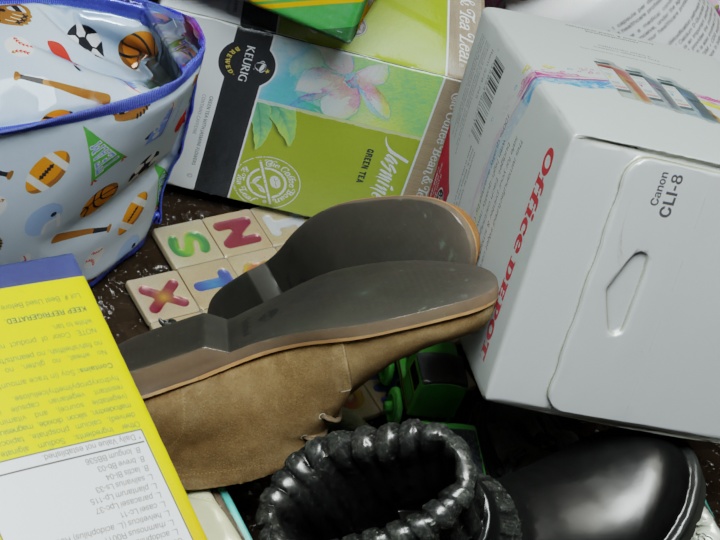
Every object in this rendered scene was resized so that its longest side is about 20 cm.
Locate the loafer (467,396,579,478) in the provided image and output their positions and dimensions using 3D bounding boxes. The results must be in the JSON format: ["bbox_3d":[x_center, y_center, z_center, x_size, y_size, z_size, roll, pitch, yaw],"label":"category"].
[{"bbox_3d":[0.108,0.131,1.009,0.071,0.063,0.201,3,47,-18],"label":"loafer"}]

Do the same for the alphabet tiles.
[{"bbox_3d":[-0.028,0.022,1.108,0.199,0.006,0.167,-13,53,-30],"label":"alphabet tiles"}]

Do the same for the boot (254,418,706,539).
[{"bbox_3d":[0.064,0.111,0.893,0.211,0.158,0.079,-33,47,-9],"label":"boot"}]

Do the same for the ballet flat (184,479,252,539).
[{"bbox_3d":[-0.050,0.188,0.906,0.069,0.070,0.200,-15,52,-31],"label":"ballet flat"}]

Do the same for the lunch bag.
[{"bbox_3d":[-0.189,-0.062,1.017,0.199,0.170,0.124,-12,57,-28],"label":"lunch bag"}]

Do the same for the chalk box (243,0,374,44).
[{"bbox_3d":[-0.065,-0.234,1.046,0.199,0.125,0.124,21,29,1],"label":"chalk box"}]

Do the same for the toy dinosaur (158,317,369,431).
[{"bbox_3d":[-0.071,0.070,0.990,0.199,0.089,0.047,-7,34,-27],"label":"toy dinosaur"}]

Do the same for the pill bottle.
[{"bbox_3d":[0.161,-0.152,1.181,0.200,0.113,0.114,52,36,-27],"label":"pill bottle"}]

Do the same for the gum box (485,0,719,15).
[{"bbox_3d":[0.142,-0.181,1.291,0.199,0.114,0.066,22,42,2],"label":"gum box"}]

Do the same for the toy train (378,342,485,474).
[{"bbox_3d":[0.036,0.059,1.051,0.041,0.057,0.201,4,50,-18],"label":"toy train"}]

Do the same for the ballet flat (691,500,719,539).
[{"bbox_3d":[0.173,0.164,1.003,0.071,0.072,0.200,-9,51,-27],"label":"ballet flat"}]

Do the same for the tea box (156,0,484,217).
[{"bbox_3d":[-0.031,-0.147,1.177,0.196,0.134,0.201,13,42,-7],"label":"tea box"}]

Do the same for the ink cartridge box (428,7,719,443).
[{"bbox_3d":[0.129,-0.027,0.978,0.144,0.146,0.200,11,23,-13],"label":"ink cartridge box"}]

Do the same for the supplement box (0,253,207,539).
[{"bbox_3d":[-0.158,0.109,0.864,0.108,0.110,0.201,-10,63,-40],"label":"supplement box"}]

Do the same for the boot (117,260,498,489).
[{"bbox_3d":[-0.023,0.049,0.922,0.199,0.076,0.074,-17,17,8],"label":"boot"}]

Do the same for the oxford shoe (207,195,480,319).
[{"bbox_3d":[0.000,0.000,1.005,0.071,0.200,0.072,-21,90,-42],"label":"oxford shoe"}]
